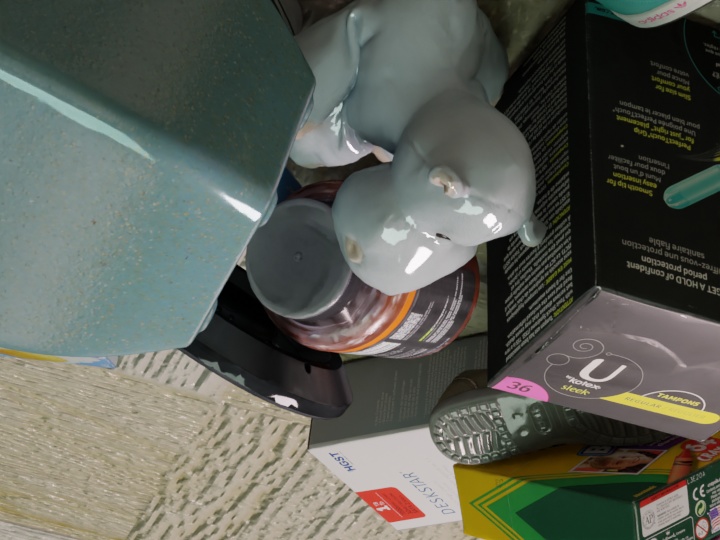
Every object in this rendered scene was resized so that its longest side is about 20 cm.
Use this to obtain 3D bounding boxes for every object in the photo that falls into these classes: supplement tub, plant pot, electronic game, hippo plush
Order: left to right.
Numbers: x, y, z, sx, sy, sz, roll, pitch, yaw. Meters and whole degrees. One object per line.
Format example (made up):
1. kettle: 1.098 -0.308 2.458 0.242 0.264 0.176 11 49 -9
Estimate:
1. plant pot: -0.138 -0.072 0.854 0.198 0.197 0.197 27 130 -7
2. electronic game: -0.089 0.030 1.067 0.199 0.200 0.042 29 101 -30
3. supplement tub: 0.000 0.000 1.067 0.106 0.108 0.200 -7 172 21
4. hippo plush: 0.049 -0.074 0.928 0.199 0.162 0.159 -36 151 26

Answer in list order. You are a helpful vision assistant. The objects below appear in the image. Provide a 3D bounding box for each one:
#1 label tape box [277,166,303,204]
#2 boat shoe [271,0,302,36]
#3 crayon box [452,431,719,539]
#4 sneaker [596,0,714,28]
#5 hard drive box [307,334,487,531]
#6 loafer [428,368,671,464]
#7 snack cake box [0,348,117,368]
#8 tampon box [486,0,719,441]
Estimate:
1. label tape box: -0.143 -0.087 1.046 0.198 0.067 0.143 -6 158 16
2. boat shoe: -0.088 -0.166 0.929 0.071 0.072 0.200 -12 143 27
3. crayon box: 0.195 0.139 1.174 0.199 0.059 0.172 -18 -165 -37
4. sneaker: 0.160 -0.198 0.829 0.120 0.085 0.199 18 148 -33
5. hard drive box: 0.083 0.129 1.342 0.198 0.078 0.156 -13 141 29
6. loafer: 0.144 0.077 1.151 0.198 0.070 0.076 -9 123 11
7. snack cake box: -0.235 0.017 1.183 0.114 0.068 0.200 7 168 2
8. tampon box: 0.163 -0.029 0.963 0.148 0.202 0.126 15 147 -19
